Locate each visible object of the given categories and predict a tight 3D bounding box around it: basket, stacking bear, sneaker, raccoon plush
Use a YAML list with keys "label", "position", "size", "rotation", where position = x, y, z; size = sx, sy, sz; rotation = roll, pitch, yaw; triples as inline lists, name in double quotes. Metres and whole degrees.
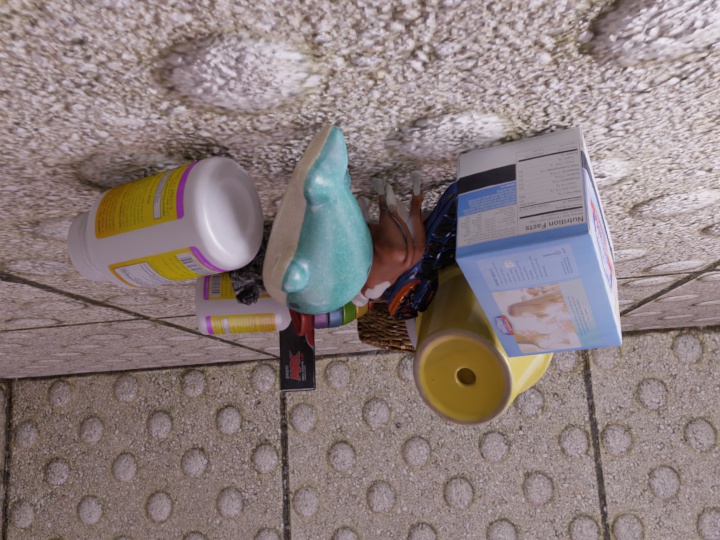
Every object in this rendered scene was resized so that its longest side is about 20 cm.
- label: "basket"
  position: [0.092, 0.124, 1.269]
  size: [0.195, 0.154, 0.142]
  rotation: [7, -157, 29]
- label: "stacking bear"
  position: [-0.019, 0.029, 1.087]
  size: [0.194, 0.124, 0.115]
  rotation: [-14, 145, -15]
- label: "sneaker"
  position: [0.074, -0.031, 0.816]
  size: [0.074, 0.079, 0.202]
  rotation: [-2, 135, -40]
- label: "raccoon plush"
  position: [-0.120, -0.030, 0.930]
  size: [0.130, 0.100, 0.200]
  rotation: [-15, -161, -7]

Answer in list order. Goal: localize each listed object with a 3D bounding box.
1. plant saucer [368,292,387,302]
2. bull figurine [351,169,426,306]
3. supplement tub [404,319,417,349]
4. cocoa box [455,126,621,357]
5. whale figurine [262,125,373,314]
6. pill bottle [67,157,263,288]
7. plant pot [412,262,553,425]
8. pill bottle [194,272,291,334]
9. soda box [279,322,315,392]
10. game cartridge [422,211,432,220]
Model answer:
- label: "plant saucer"
  position: [0.000, 0.000, 0.962]
  size: [0.193, 0.030, 0.201]
  rotation: [4, -163, -1]
- label: "bull figurine"
  position: [0.025, -0.032, 0.775]
  size: [0.063, 0.126, 0.199]
  rotation: [2, 167, -21]
- label: "supplement tub"
  position: [0.180, 0.056, 1.048]
  size: [0.195, 0.151, 0.144]
  rotation: [-12, 166, 28]
- label: "cocoa box"
  position: [0.188, -0.019, 0.693]
  size: [0.130, 0.134, 0.201]
  rotation: [-10, 141, 24]
- label: "whale figurine"
  position: [-0.031, -0.040, 0.654]
  size: [0.101, 0.162, 0.202]
  rotation: [22, 143, 4]
- label: "pill bottle"
  position: [-0.202, -0.041, 0.672]
  size: [0.195, 0.108, 0.103]
  rotation: [-9, 167, 28]
- label: "plant pot"
  position: [0.155, 0.098, 0.878]
  size: [0.195, 0.207, 0.189]
  rotation: [-9, -163, 25]
- label: "pill bottle"
  position: [-0.183, 0.054, 1.157]
  size: [0.193, 0.108, 0.104]
  rotation: [-2, 168, -4]
- label: "soda box"
  position: [-0.122, 0.127, 1.279]
  size: [0.068, 0.207, 0.063]
  rotation: [-3, 169, -2]
- label: "game cartridge"
  position: [0.129, -0.045, 0.974]
  size: [0.127, 0.040, 0.197]
  rotation: [-9, 168, 42]
